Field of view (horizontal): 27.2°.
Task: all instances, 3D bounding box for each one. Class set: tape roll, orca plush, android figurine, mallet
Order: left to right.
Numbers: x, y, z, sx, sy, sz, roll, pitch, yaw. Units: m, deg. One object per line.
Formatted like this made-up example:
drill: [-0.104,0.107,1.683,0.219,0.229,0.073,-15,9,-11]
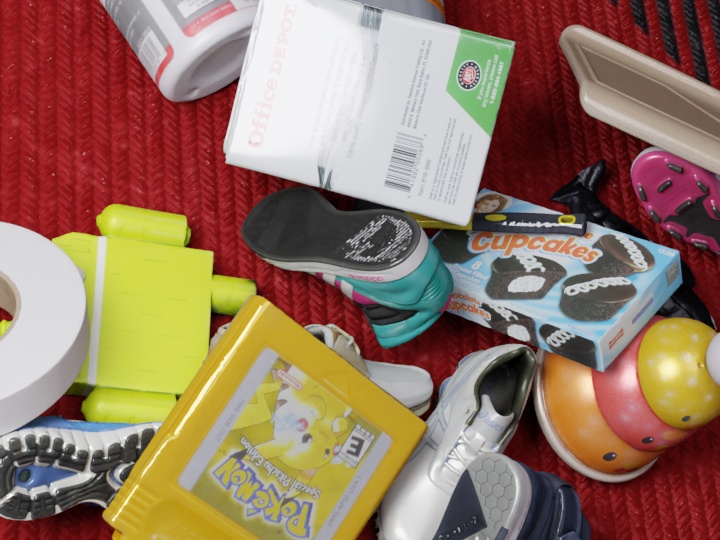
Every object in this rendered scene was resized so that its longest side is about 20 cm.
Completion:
tape roll: [-0.290,0.041,1.041,0.201,0.037,0.204,2,42,-2]
android figurine: [-0.178,0.036,1.146,0.198,0.041,0.184,10,65,-17]
mallet: [0.083,-0.032,1.218,0.198,0.041,0.066,8,60,20]
orca plush: [0.254,-0.011,1.298,0.104,0.071,0.201,-15,73,-24]

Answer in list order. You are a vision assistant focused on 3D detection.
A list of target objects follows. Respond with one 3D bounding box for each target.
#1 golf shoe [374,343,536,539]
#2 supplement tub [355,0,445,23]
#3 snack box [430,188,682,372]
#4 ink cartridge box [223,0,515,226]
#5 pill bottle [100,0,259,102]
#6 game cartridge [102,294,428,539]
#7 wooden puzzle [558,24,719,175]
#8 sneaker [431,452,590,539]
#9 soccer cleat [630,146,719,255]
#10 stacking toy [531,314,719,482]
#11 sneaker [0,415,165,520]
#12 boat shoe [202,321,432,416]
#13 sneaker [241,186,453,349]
golf shoe: [0.076,0.136,1.158,0.078,0.097,0.201,31,63,-6]
supplement tub: [0.009,-0.254,1.291,0.121,0.123,0.202,2,67,-18]
snack box: [0.146,0.003,1.208,0.199,0.037,0.116,21,52,38]
ink cartridge box: [0.007,-0.130,1.165,0.198,0.083,0.148,16,94,1]
pill bottle: [-0.167,-0.251,1.233,0.113,0.114,0.201,-29,79,-27]
game cartridge: [-0.066,0.148,1.073,0.176,0.032,0.201,38,77,-24]
wooden puzzle: [0.267,-0.146,1.340,0.184,0.037,0.200,23,25,-8]
sneaker: [0.095,0.239,1.130,0.077,0.146,0.203,38,99,34]
soccer cleat: [0.324,-0.057,1.346,0.199,0.070,0.087,34,37,-14]
stacking toy: [0.242,0.083,1.168,0.145,0.200,0.148,9,72,-28]
sneaker: [-0.195,0.134,1.071,0.199,0.089,0.079,11,96,-38]
boat shoe: [-0.026,0.077,1.138,0.199,0.075,0.069,2,101,-34]
sneaker: [0.000,0.000,1.184,0.084,0.199,0.121,-53,130,-18]
